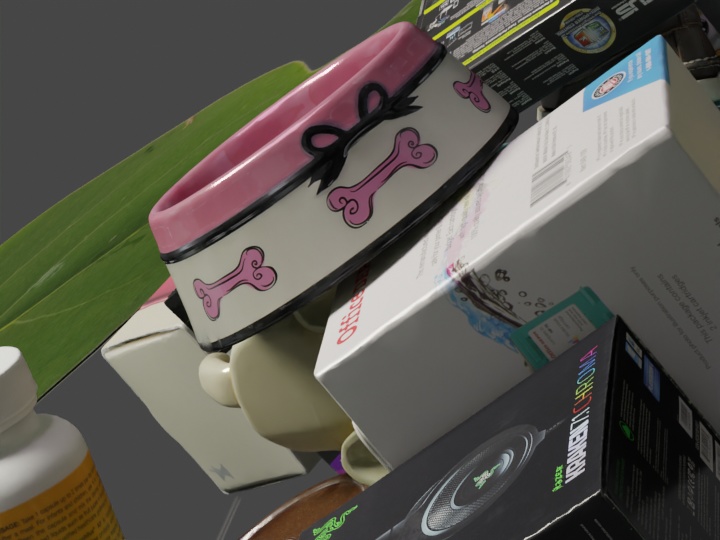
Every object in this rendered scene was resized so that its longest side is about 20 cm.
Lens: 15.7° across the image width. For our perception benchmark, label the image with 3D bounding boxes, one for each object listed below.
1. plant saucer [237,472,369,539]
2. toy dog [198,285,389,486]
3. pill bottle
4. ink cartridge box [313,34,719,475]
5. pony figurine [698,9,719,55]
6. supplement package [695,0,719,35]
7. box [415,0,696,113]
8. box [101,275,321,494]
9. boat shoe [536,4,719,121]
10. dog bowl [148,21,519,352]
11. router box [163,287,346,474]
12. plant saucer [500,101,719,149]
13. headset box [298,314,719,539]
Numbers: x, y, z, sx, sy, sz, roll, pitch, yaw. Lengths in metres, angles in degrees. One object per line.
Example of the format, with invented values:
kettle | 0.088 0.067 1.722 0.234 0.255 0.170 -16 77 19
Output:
plant saucer | -0.045 0.172 1.393 0.200 0.032 0.200 -39 13 11
toy dog | 0.028 0.033 1.439 0.194 0.140 0.200 -21 9 35
pill bottle | -0.191 0.150 1.447 0.113 0.200 0.113 -19 14 5
ink cartridge box | 0.103 0.020 1.222 0.200 0.146 0.147 -35 14 17
pony figurine | 0.161 -0.174 1.658 0.167 0.200 0.193 -45 1 -21
supplement package | 0.288 -0.188 1.440 0.120 0.121 0.200 -49 15 -28
box | 0.114 -0.171 1.506 0.200 0.044 0.160 -32 31 35
box | -0.041 0.024 1.645 0.200 0.128 0.109 -49 17 -31
boat shoe | 0.153 -0.119 1.528 0.072 0.060 0.200 -13 4 -16
dog bowl | -0.021 -0.048 1.313 0.200 0.074 0.200 -35 9 6
router box | 0.000 0.000 1.555 0.200 0.149 0.051 -49 6 -34
plant saucer | 0.138 -0.065 1.507 0.200 0.036 0.200 -13 5 1
headset box | 0.054 0.137 1.099 0.200 0.093 0.174 -36 13 20
